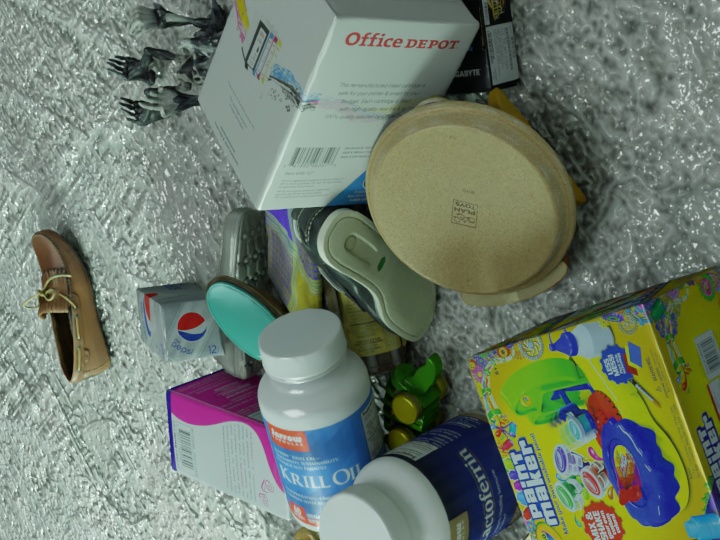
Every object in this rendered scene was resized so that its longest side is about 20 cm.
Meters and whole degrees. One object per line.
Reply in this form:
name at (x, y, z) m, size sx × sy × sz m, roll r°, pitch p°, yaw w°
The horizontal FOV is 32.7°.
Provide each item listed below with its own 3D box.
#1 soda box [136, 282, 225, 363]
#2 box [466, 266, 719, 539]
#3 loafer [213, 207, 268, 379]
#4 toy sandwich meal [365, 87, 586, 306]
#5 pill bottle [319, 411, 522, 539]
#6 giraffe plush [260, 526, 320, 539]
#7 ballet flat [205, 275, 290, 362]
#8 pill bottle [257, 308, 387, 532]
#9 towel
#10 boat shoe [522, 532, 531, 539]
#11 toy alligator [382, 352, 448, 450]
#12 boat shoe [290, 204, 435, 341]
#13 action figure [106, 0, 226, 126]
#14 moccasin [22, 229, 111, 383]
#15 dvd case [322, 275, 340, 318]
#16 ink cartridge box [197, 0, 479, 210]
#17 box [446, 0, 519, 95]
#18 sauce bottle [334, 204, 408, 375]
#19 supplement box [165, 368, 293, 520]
soda box at (-0.205, 0.055, 1.372) m, size 0.200 × 0.067 × 0.065 m, roll -165°, pitch 69°, yaw -72°
box at (0.220, 0.129, 0.998) m, size 0.191 × 0.121 × 0.203 m, roll -23°, pitch 87°, yaw 47°
loafer at (-0.141, 0.024, 1.360) m, size 0.069 × 0.070 × 0.203 m, roll 18°, pitch 116°, yaw 30°
toy sandwich meal at (0.101, -0.062, 1.039) m, size 0.202 × 0.071 × 0.208 m, roll 12°, pitch 128°, yaw 16°
pill bottle at (0.061, 0.214, 1.127) m, size 0.115 × 0.198 × 0.118 m, roll 17°, pitch 116°, yaw 40°
giraffe plush at (-0.068, 0.375, 1.369) m, size 0.161 × 0.171 × 0.203 m, roll -29°, pitch 48°, yaw 36°
ballet flat at (-0.074, 0.071, 1.284) m, size 0.199 × 0.072 × 0.068 m, roll 38°, pitch 119°, yaw 3°
pill bottle at (-0.038, 0.144, 1.188) m, size 0.111 × 0.112 × 0.203 m, roll 14°, pitch 129°, yaw 41°
towel at (-0.070, -0.038, 1.212) m, size 0.144 × 0.022 × 0.202 m, roll -121°, pitch 23°, yaw -45°
boat shoe at (0.153, 0.313, 1.161) m, size 0.065 × 0.071 × 0.201 m, roll 47°, pitch 130°, yaw 23°
toy alligator at (0.045, 0.158, 1.222) m, size 0.054 × 0.059 × 0.203 m, roll 27°, pitch 129°, yaw 27°
boat shoe at (0.008, -0.002, 1.144) m, size 0.067 × 0.200 × 0.072 m, roll 19°, pitch 73°, yaw 43°
action figure at (-0.202, -0.220, 1.318) m, size 0.199 × 0.101 × 0.121 m, roll -19°, pitch 79°, yaw 48°
moccasin at (-0.394, 0.047, 1.613) m, size 0.073 × 0.077 × 0.205 m, roll -7°, pitch 98°, yaw 45°
dvd case at (-0.066, -0.055, 1.252) m, size 0.148 × 0.016 × 0.204 m, roll -169°, pitch 65°, yaw -72°
ink cartridge box at (-0.024, -0.176, 1.037) m, size 0.146 × 0.145 × 0.201 m, roll 59°, pitch 137°, yaw 33°
box at (0.042, -0.256, 1.099) m, size 0.198 × 0.049 × 0.202 m, roll 2°, pitch 104°, yaw 45°
sauce bottle at (0.000, 0.000, 1.217) m, size 0.064 × 0.064 × 0.204 m, roll -6°, pitch 98°, yaw 45°
supplement box at (-0.115, 0.188, 1.366) m, size 0.198 × 0.102 × 0.103 m, roll 14°, pitch 112°, yaw 43°
